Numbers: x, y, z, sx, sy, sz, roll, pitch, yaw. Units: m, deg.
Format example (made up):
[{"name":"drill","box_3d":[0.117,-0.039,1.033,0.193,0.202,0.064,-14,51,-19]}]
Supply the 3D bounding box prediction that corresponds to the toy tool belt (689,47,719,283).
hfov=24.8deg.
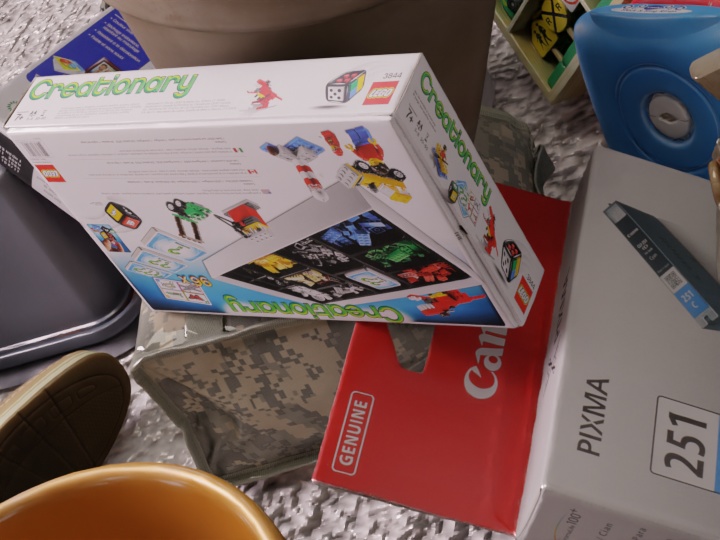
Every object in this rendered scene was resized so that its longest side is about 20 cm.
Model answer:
[{"name":"toy tool belt","box_3d":[0.237,-0.049,0.651,0.199,0.123,0.125,-3,46,17]}]

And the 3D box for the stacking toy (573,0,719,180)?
[{"name":"stacking toy","box_3d":[0.212,-0.129,0.832,0.200,0.110,0.116,-40,32,-29]}]

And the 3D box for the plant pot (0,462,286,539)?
[{"name":"plant pot","box_3d":[-0.071,0.202,0.567,0.199,0.184,0.201,-20,37,16]}]

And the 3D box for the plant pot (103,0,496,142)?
[{"name":"plant pot","box_3d":[-0.019,-0.120,0.725,0.199,0.174,0.201,-7,41,6]}]

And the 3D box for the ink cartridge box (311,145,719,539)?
[{"name":"ink cartridge box","box_3d":[0.087,0.027,0.695,0.175,0.045,0.201,16,47,-1]}]

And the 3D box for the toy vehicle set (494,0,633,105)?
[{"name":"toy vehicle set","box_3d":[0.114,-0.194,0.842,0.026,0.200,0.125,-22,69,-30]}]

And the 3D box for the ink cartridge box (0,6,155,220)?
[{"name":"ink cartridge box","box_3d":[-0.122,-0.108,0.943,0.095,0.037,0.200,35,52,10]}]

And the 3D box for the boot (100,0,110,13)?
[{"name":"boot","box_3d":[-0.126,-0.115,1.015,0.200,0.138,0.078,-55,-2,-42]}]

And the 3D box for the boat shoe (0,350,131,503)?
[{"name":"boat shoe","box_3d":[-0.207,0.114,0.866,0.066,0.074,0.200,24,63,43]}]

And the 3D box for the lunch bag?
[{"name":"lunch bag","box_3d":[0.000,0.000,0.812,0.199,0.118,0.164,-14,42,15]}]

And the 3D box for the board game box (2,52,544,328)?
[{"name":"board game box","box_3d":[-0.038,-0.029,0.677,0.199,0.126,0.035,2,52,34]}]

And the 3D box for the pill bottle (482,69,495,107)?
[{"name":"pill bottle","box_3d":[-0.004,-0.160,0.928,0.113,0.200,0.114,-20,37,16]}]

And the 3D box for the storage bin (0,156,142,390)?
[{"name":"storage bin","box_3d":[-0.229,-0.024,0.994,0.199,0.135,0.146,-14,40,22]}]
